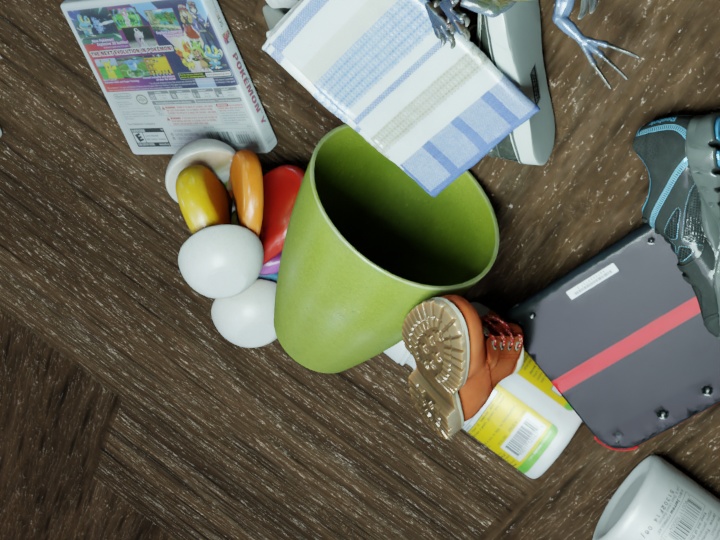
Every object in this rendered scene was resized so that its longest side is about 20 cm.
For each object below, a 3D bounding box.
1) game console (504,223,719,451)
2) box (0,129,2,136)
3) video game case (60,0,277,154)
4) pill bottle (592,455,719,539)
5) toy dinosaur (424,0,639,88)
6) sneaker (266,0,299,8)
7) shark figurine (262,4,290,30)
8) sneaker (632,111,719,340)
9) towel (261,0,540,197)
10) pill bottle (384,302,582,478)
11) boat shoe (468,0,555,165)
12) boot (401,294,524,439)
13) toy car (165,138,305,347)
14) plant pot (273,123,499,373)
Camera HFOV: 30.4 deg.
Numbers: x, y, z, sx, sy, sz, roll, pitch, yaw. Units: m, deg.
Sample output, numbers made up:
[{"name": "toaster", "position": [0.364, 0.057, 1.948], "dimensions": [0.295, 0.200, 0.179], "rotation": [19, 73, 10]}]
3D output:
[{"name": "game console", "position": [0.252, 0.060, 1.186], "dimensions": [0.199, 0.031, 0.177], "rotation": [-35, 98, 31]}, {"name": "box", "position": [-0.563, -0.198, 1.515], "dimensions": [0.198, 0.172, 0.201], "rotation": [8, 132, 33]}, {"name": "video game case", "position": [-0.194, -0.199, 1.339], "dimensions": [0.198, 0.023, 0.184], "rotation": [4, 130, 37]}, {"name": "pill bottle", "position": [0.338, 0.285, 1.306], "dimensions": [0.199, 0.115, 0.115], "rotation": [36, 141, 4]}, {"name": "toy dinosaur", "position": [0.137, -0.227, 0.957], "dimensions": [0.201, 0.180, 0.105], "rotation": [58, 173, 6]}, {"name": "sneaker", "position": [-0.043, -0.288, 1.099], "dimensions": [0.116, 0.074, 0.199], "rotation": [49, 150, -15]}, {"name": "shark figurine", "position": [0.010, -0.179, 1.144], "dimensions": [0.213, 0.090, 0.129], "rotation": [-3, 129, 40]}, {"name": "sneaker", "position": [0.278, -0.036, 1.087], "dimensions": [0.081, 0.073, 0.202], "rotation": [5, 120, 39]}, {"name": "towel", "position": [0.030, -0.160, 1.074], "dimensions": [0.200, 0.024, 0.147], "rotation": [41, 135, -12]}, {"name": "pill bottle", "position": [0.122, 0.103, 1.306], "dimensions": [0.199, 0.111, 0.111], "rotation": [36, 141, 4]}, {"name": "boat shoe", "position": [0.111, -0.170, 1.081], "dimensions": [0.063, 0.071, 0.202], "rotation": [8, 134, 27]}, {"name": "boot", "position": [0.097, 0.063, 1.162], "dimensions": [0.075, 0.107, 0.201], "rotation": [49, 164, 24]}, {"name": "toy car", "position": [-0.101, -0.039, 1.325], "dimensions": [0.148, 0.176, 0.201], "rotation": [-20, 141, 4]}, {"name": "plant pot", "position": [0.000, 0.000, 1.221], "dimensions": [0.186, 0.187, 0.201], "rotation": [37, 133, 2]}]
